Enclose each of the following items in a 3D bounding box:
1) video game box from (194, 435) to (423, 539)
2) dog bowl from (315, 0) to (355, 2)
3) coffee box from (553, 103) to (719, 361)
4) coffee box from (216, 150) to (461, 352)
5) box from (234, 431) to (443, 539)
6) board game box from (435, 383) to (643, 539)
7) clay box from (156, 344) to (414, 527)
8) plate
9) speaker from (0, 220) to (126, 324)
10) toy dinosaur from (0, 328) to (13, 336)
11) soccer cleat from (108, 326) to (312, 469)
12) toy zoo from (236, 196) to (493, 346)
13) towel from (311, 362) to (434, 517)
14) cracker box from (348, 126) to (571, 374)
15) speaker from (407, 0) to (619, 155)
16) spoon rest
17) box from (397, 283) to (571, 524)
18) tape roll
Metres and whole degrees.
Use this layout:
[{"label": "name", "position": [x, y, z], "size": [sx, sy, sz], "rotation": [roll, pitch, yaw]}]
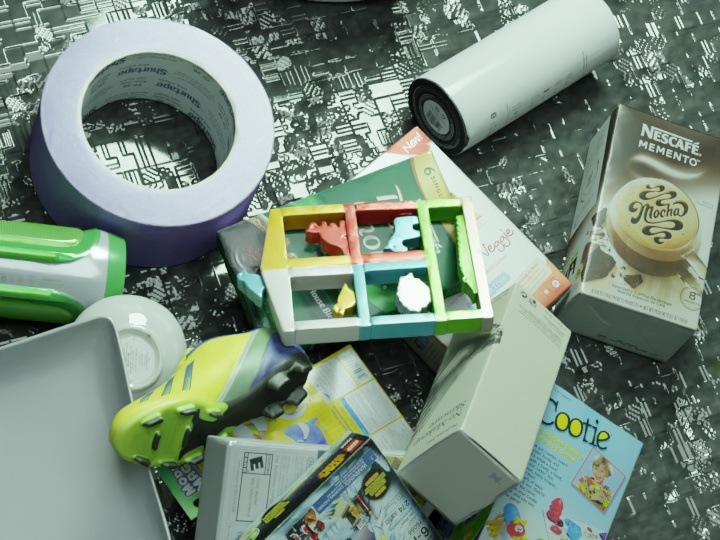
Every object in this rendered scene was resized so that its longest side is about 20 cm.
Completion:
[{"label": "video game box", "position": [-0.043, 0.232, 1.596], "size": [0.182, 0.047, 0.200], "rotation": [8, 89, -29]}, {"label": "dog bowl", "position": [-0.016, -0.326, 1.845], "size": [0.200, 0.200, 0.079], "rotation": [3, 63, -15]}, {"label": "coffee box", "position": [0.252, -0.035, 1.854], "size": [0.113, 0.080, 0.200], "rotation": [18, 62, -7]}, {"label": "coffee box", "position": [-0.009, -0.011, 1.730], "size": [0.200, 0.044, 0.123], "rotation": [-20, 77, -10]}, {"label": "box", "position": [-0.033, 0.238, 1.553], "size": [0.200, 0.040, 0.137], "rotation": [-43, 113, -21]}, {"label": "board game box", "position": [0.132, 0.208, 1.685], "size": [0.105, 0.103, 0.200], "rotation": [34, 61, -13]}, {"label": "clay box", "position": [-0.059, 0.157, 1.665], "size": [0.200, 0.048, 0.115], "rotation": [-29, 72, -25]}, {"label": "plate", "position": [-0.259, 0.156, 1.601], "size": [0.200, 0.032, 0.200], "rotation": [-17, 81, 4]}, {"label": "speaker", "position": [-0.295, -0.002, 1.677], "size": [0.200, 0.088, 0.088], "rotation": [7, 64, -13]}, {"label": "toy dinosaur", "position": [-0.336, 0.051, 1.639], "size": [0.200, 0.088, 0.047], "rotation": [11, 58, -12]}, {"label": "soccer cleat", "position": [-0.126, 0.096, 1.607], "size": [0.084, 0.065, 0.200], "rotation": [35, 39, 31]}, {"label": "toy zoo", "position": [0.000, 0.000, 1.668], "size": [0.200, 0.020, 0.131], "rotation": [-3, 51, -5]}, {"label": "towel", "position": [-0.039, 0.164, 1.712], "size": [0.200, 0.031, 0.149], "rotation": [38, 59, 6]}, {"label": "cracker box", "position": [0.066, -0.010, 1.801], "size": [0.200, 0.058, 0.134], "rotation": [45, 64, 8]}, {"label": "speaker", "position": [0.144, -0.185, 1.892], "size": [0.200, 0.081, 0.081], "rotation": [-33, 78, -26]}, {"label": "spoon rest", "position": [-0.192, 0.119, 1.651], "size": [0.099, 0.061, 0.200], "rotation": [7, 79, -14]}, {"label": "box", "position": [0.101, 0.104, 1.646], "size": [0.068, 0.082, 0.200], "rotation": [43, 35, -12]}, {"label": "tape roll", "position": [-0.179, -0.110, 1.763], "size": [0.200, 0.085, 0.200], "rotation": [7, 64, -14]}]
